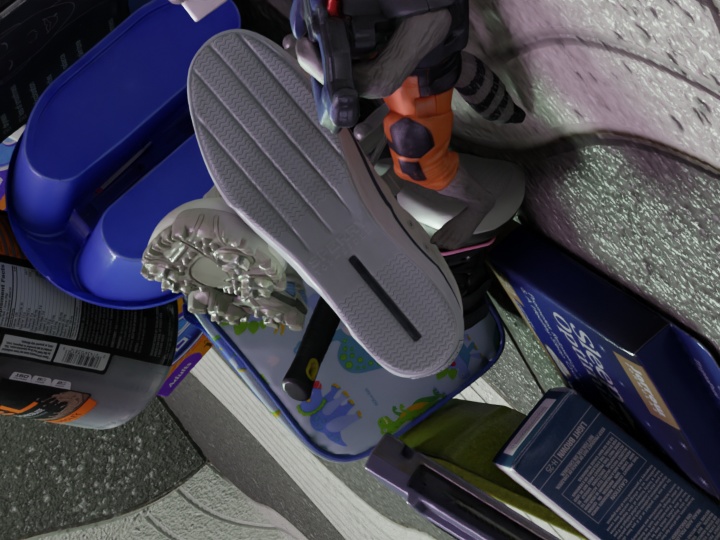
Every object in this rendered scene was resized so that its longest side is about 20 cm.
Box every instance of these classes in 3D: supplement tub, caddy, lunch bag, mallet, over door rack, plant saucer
[{"bbox_3d":[-0.219,0.025,1.644,0.200,0.123,0.122,14,-161,-43],"label":"supplement tub"},{"bbox_3d":[-0.116,-0.070,1.599,0.141,0.200,0.105,46,162,5],"label":"caddy"},{"bbox_3d":[-0.020,0.012,1.707,0.200,0.161,0.082,51,-176,-22],"label":"lunch bag"},{"bbox_3d":[0.000,0.000,1.572,0.041,0.200,0.066,-11,139,36],"label":"mallet"},{"bbox_3d":[-0.041,-0.109,1.475,0.148,0.067,0.200,51,-168,-11],"label":"over door rack"},{"bbox_3d":[0.125,0.132,1.704,0.200,0.048,0.200,25,175,-10],"label":"plant saucer"}]

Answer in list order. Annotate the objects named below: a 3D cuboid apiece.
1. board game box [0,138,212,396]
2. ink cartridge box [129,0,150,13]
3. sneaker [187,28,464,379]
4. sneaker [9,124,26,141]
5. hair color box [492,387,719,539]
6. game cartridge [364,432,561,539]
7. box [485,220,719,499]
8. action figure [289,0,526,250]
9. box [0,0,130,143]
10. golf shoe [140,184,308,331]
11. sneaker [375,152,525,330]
[{"bbox_3d":[-0.173,-0.060,1.868,0.200,0.200,0.200,46,-170,21],"label":"board game box"},{"bbox_3d":[-0.170,-0.232,1.723,0.136,0.076,0.200,46,168,20],"label":"ink cartridge box"},{"bbox_3d":[-0.019,-0.031,1.359,0.200,0.073,0.071,57,-174,0],"label":"sneaker"},{"bbox_3d":[-0.183,-0.130,1.718,0.200,0.112,0.073,21,-159,24],"label":"sneaker"},{"bbox_3d":[0.174,0.150,1.546,0.200,0.061,0.100,39,177,-2],"label":"hair color box"},{"bbox_3d":[0.097,0.166,1.613,0.200,0.038,0.130,31,171,11],"label":"game cartridge"},{"bbox_3d":[0.150,0.053,1.503,0.200,0.032,0.121,35,162,55],"label":"box"},{"bbox_3d":[0.018,-0.133,1.310,0.194,0.104,0.200,76,-178,-57],"label":"action figure"},{"bbox_3d":[-0.248,-0.150,1.590,0.124,0.197,0.200,48,169,9],"label":"box"},{"bbox_3d":[-0.067,-0.029,1.443,0.078,0.097,0.200,8,172,5],"label":"golf shoe"},{"bbox_3d":[0.052,-0.008,1.487,0.200,0.071,0.099,-146,48,-77],"label":"sneaker"}]
